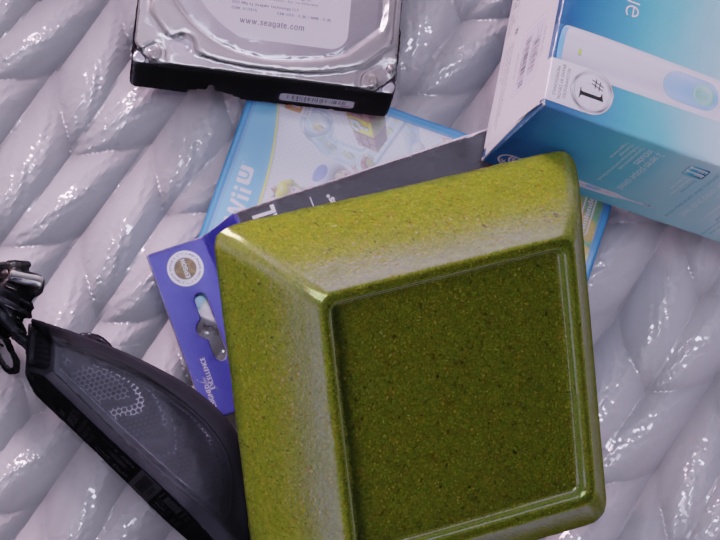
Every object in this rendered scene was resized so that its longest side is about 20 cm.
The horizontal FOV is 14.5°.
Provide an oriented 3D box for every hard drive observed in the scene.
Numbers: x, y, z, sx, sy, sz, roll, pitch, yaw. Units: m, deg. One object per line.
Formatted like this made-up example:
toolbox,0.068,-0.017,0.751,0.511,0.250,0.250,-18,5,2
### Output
hard drive,-0.043,-0.186,1.490,0.140,0.038,0.200,8,69,-5

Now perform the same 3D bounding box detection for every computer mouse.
computer mouse,-0.115,0.062,1.391,0.200,0.138,0.053,45,75,-5

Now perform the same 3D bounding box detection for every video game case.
video game case,0.019,-0.011,1.473,0.200,0.018,0.143,19,75,-2

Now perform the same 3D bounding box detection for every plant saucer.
plant saucer,0.039,0.059,1.377,0.200,0.048,0.200,-14,108,-24

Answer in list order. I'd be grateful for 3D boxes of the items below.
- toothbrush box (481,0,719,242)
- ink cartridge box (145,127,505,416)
toothbrush box,0.179,-0.103,1.457,0.200,0.085,0.147,19,66,-15
ink cartridge box,0.000,0.000,1.442,0.200,0.037,0.095,-19,79,-9
